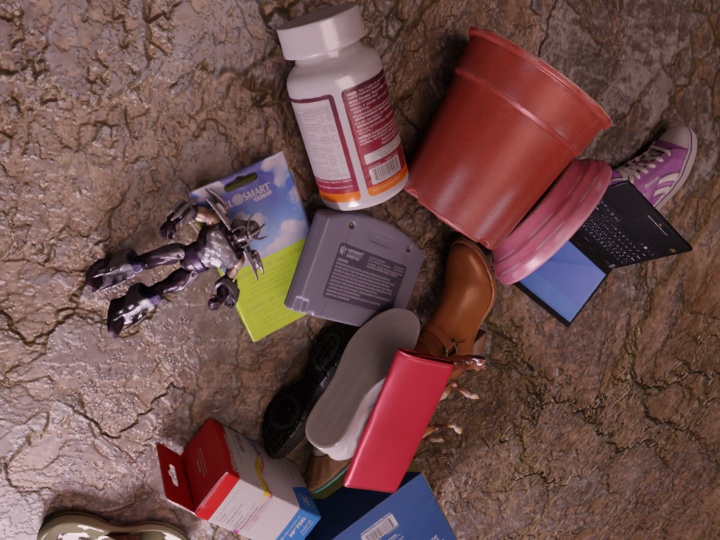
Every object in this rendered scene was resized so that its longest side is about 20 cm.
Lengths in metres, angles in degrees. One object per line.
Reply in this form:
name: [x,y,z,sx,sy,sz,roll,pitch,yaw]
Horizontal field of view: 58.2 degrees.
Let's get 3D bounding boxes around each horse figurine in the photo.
horse figurine: [0.085,0.175,0.830,0.130,0.050,0.202,5,122,-28]

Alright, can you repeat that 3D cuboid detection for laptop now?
laptop: [0.342,-0.015,0.943,0.176,0.199,0.105,34,60,-28]

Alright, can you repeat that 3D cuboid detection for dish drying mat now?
dish drying mat: [0.044,0.186,0.784,0.076,0.018,0.203,12,113,-19]

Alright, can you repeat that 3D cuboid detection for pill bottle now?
pill bottle: [-0.019,-0.179,0.718,0.108,0.109,0.203,-24,118,-14]

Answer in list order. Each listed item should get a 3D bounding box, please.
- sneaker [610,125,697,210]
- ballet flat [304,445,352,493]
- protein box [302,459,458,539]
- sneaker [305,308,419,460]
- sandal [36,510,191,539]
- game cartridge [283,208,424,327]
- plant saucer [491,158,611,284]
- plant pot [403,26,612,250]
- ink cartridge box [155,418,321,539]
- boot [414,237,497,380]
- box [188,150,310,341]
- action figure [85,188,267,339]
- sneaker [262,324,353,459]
sneaker: [0.410,-0.143,0.958,0.113,0.073,0.202,29,96,-28]
ballet flat: [-0.012,0.219,0.904,0.199,0.068,0.073,-36,110,-10]
protein box: [0.016,0.373,0.933,0.197,0.135,0.202,-33,120,-10]
sneaker: [0.009,0.147,0.825,0.201,0.073,0.116,-51,156,-16]
sandal: [-0.309,0.362,0.821,0.199,0.057,0.081,23,99,-30]
game cartridge: [0.000,0.000,0.801,0.199,0.041,0.135,19,96,-49]
plant saucer: [0.237,-0.073,0.846,0.051,0.201,0.201,39,90,-2]
plant pot: [0.157,-0.146,0.777,0.199,0.201,0.197,27,105,-30]
ink cartridge box: [-0.155,0.268,0.823,0.199,0.116,0.068,39,92,-32]
boot: [0.108,0.071,0.876,0.154,0.076,0.203,-31,135,-36]
box: [-0.115,-0.030,0.767,0.121,0.048,0.203,-27,119,-15]
action figure: [-0.188,-0.006,0.691,0.197,0.070,0.132,-24,112,7]
sneaker: [-0.053,0.173,0.864,0.090,0.076,0.201,34,97,-40]
